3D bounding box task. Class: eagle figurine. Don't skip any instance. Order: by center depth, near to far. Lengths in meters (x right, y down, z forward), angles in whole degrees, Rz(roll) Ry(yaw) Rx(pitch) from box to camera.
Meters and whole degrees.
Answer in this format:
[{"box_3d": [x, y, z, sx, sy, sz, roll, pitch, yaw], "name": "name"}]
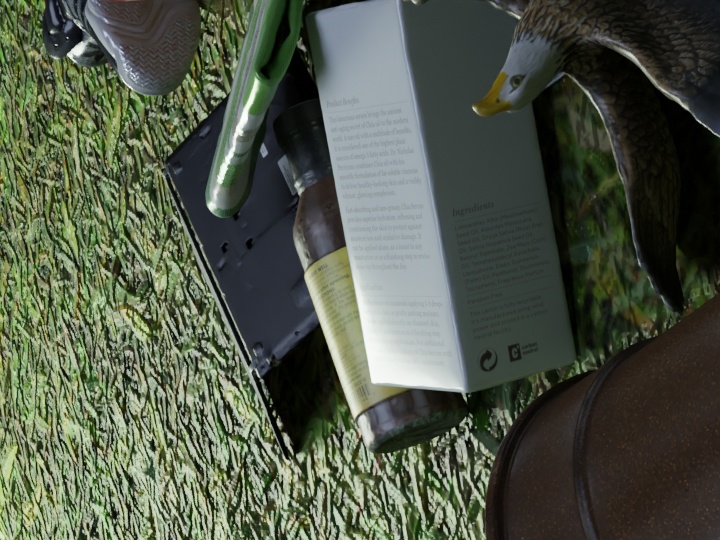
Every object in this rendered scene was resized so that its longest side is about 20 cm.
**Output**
[{"box_3d": [0.112, -0.097, 0.921, 0.200, 0.151, 0.152, 39, -179, 14], "name": "eagle figurine"}]

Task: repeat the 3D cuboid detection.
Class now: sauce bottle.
[{"box_3d": [0.000, 0.000, 1.169, 0.065, 0.065, 0.200, -41, 65, 57], "name": "sauce bottle"}]

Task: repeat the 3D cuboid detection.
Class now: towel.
[{"box_3d": [-0.048, -0.126, 1.172, 0.200, 0.031, 0.149, 123, 160, -69], "name": "towel"}]

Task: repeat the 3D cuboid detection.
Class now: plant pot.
[{"box_3d": [0.179, 0.074, 0.752, 0.198, 0.200, 0.200, -50, 54, 45], "name": "plant pot"}]

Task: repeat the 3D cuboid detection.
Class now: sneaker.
[{"box_3d": [-0.168, -0.170, 1.440, 0.114, 0.075, 0.200, 113, 145, -44], "name": "sneaker"}]

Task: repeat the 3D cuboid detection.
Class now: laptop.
[{"box_3d": [-0.047, -0.010, 1.320, 0.200, 0.103, 0.177, -44, 56, 26], "name": "laptop"}]

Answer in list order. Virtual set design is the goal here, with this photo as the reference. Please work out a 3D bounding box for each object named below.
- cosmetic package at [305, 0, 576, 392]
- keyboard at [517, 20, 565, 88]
[{"box_3d": [0.040, -0.043, 1.072, 0.101, 0.071, 0.200, 1, 103, 61], "name": "cosmetic package"}, {"box_3d": [0.052, -0.095, 1.122, 0.200, 0.011, 0.056, -34, 62, 58], "name": "keyboard"}]
